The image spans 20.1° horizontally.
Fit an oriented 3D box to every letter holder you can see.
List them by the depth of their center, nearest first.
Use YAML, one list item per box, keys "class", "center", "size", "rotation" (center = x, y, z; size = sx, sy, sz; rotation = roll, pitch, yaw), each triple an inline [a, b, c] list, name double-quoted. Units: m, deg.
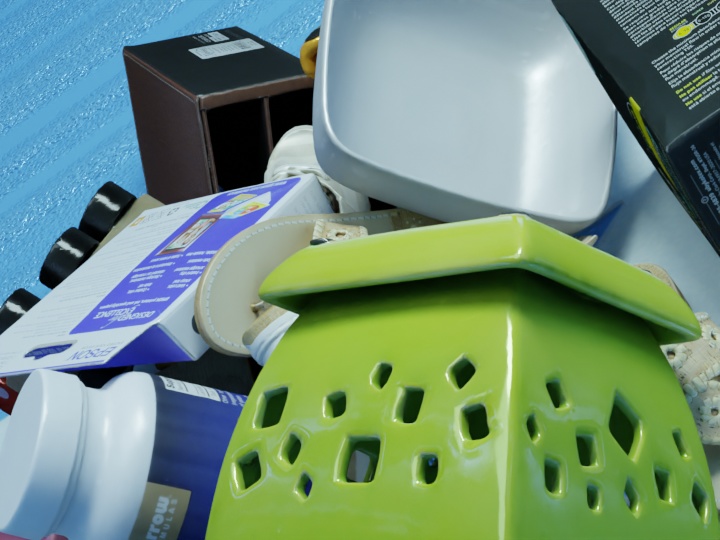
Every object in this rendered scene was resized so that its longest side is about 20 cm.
- class: "letter holder"
  center: [-0.099, -0.093, 1.548]
  size: [0.100, 0.143, 0.200]
  rotation: [-13, 20, -19]

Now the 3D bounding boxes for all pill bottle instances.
- class: "pill bottle"
  center: [-0.103, 0.123, 1.171]
  size: [0.116, 0.199, 0.117]
  rotation: [-166, 90, -71]

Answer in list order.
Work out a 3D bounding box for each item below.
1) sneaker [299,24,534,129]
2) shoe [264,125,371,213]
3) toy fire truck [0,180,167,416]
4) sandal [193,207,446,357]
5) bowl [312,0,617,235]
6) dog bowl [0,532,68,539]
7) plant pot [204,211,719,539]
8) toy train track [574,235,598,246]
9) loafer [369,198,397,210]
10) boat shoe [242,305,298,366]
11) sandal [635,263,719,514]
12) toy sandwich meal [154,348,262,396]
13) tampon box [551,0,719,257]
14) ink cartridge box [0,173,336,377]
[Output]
- class: "sneaker"
  center: [0.042, -0.117, 1.393]
  size: [0.199, 0.079, 0.077]
  rotation: [33, 40, 28]
- class: "shoe"
  center: [-0.027, -0.030, 1.337]
  size: [0.069, 0.054, 0.201]
  rotation: [-12, 49, 2]
- class: "toy fire truck"
  center: [-0.207, 0.052, 1.468]
  size: [0.176, 0.128, 0.200]
  rotation: [-56, -8, -36]
- class: "sandal"
  center: [-0.002, -0.006, 1.213]
  size: [0.211, 0.078, 0.069]
  rotation: [-16, -1, -44]
- class: "bowl"
  center: [0.060, -0.111, 1.285]
  size: [0.075, 0.199, 0.201]
  rotation: [126, 155, -55]
- class: "dog bowl"
  center: [-0.243, 0.215, 1.334]
  size: [0.199, 0.074, 0.201]
  rotation: [-26, 36, 20]
- class: "plant pot"
  center: [0.058, 0.081, 1.031]
  size: [0.198, 0.199, 0.183]
  rotation: [-8, 72, 39]
- class: "toy train track"
  center: [0.077, 0.015, 1.255]
  size: [0.115, 0.033, 0.200]
  rotation: [-54, 22, -19]
- class: "loafer"
  center: [0.004, -0.067, 1.443]
  size: [0.069, 0.075, 0.201]
  rotation: [4, 52, 25]
- class: "boat shoe"
  center: [0.003, 0.064, 1.180]
  size: [0.071, 0.200, 0.069]
  rotation: [-42, 66, 17]
- class: "sandal"
  center: [0.167, 0.049, 1.122]
  size: [0.077, 0.070, 0.212]
  rotation: [-34, 33, 8]
- class: "toy sandwich meal"
  center: [-0.074, 0.082, 1.330]
  size: [0.204, 0.070, 0.206]
  rotation: [-26, 35, 20]
- class: "tampon box"
  center: [0.223, -0.101, 1.186]
  size: [0.126, 0.150, 0.200]
  rotation: [-33, 33, 6]
- class: "ink cartridge box"
  center: [-0.139, 0.020, 1.272]
  size: [0.198, 0.044, 0.200]
  rotation: [-8, 28, 51]
